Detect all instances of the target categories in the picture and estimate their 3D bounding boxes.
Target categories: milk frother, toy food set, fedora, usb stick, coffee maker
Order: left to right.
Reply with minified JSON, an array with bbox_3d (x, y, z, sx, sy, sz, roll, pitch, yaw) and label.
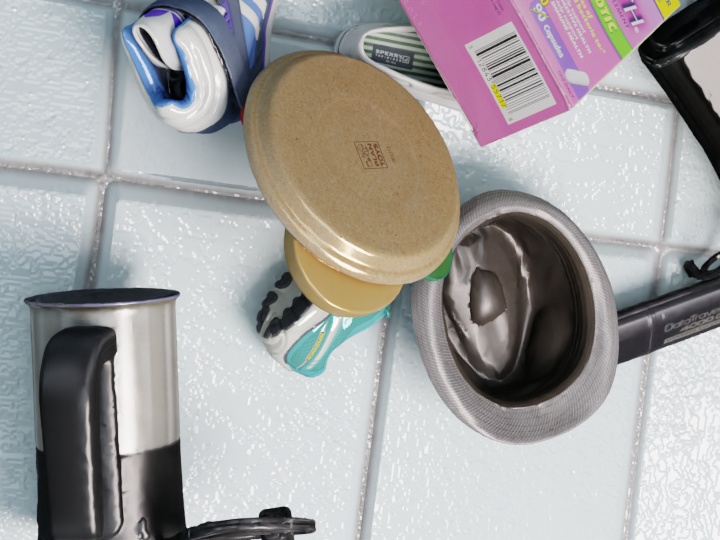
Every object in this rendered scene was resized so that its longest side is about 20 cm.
[{"bbox_3d":[-0.140,0.112,0.987,0.197,0.180,0.191,-3,96,-14],"label":"milk frother"},{"bbox_3d":[-0.003,-0.073,1.001,0.197,0.049,0.201,-28,83,-45],"label":"toy food set"},{"bbox_3d":[0.115,0.036,1.113,0.175,0.090,0.202,-24,98,-16],"label":"fedora"},{"bbox_3d":[0.284,0.038,1.193,0.198,0.033,0.056,-18,132,-16],"label":"usb stick"},{"bbox_3d":[0.322,-0.124,1.146,0.192,0.135,0.201,-40,104,-11],"label":"coffee maker"}]

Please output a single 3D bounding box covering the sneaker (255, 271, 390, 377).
[{"bbox_3d":[0.000,0.000,1.094,0.200,0.077,0.080,-46,127,-7],"label":"sneaker"}]

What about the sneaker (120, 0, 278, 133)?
[{"bbox_3d":[-0.118,-0.201,0.985,0.080,0.146,0.203,3,99,19],"label":"sneaker"}]

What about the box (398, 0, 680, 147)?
[{"bbox_3d":[0.133,-0.227,1.051,0.200,0.096,0.177,-42,105,-42],"label":"box"}]

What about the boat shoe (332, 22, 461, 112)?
[{"bbox_3d":[0.078,-0.163,1.098,0.197,0.067,0.075,-1,95,-18],"label":"boat shoe"}]
